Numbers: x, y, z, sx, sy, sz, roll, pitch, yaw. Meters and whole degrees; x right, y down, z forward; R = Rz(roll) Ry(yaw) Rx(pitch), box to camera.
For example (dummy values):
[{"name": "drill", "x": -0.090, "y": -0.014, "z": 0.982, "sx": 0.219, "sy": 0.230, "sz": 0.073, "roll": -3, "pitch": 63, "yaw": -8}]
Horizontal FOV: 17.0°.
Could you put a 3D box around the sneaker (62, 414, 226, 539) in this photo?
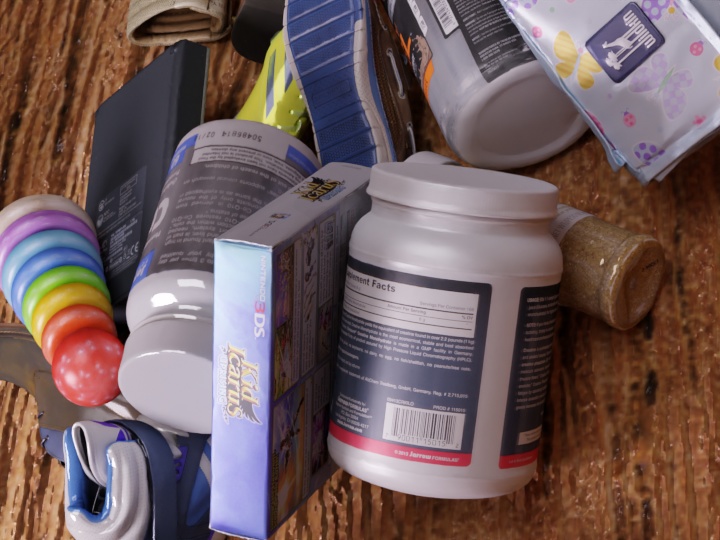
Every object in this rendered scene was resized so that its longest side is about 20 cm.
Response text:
[{"name": "sneaker", "x": -0.135, "y": 0.113, "z": 1.664, "sx": 0.080, "sy": 0.146, "sz": 0.200, "roll": 11, "pitch": 72, "yaw": 37}]

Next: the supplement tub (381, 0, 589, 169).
[{"name": "supplement tub", "x": 0.086, "y": -0.181, "z": 1.713, "sx": 0.122, "sy": 0.123, "sz": 0.200, "roll": -31, "pitch": 54, "yaw": 11}]

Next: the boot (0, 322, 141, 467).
[{"name": "boot", "x": -0.226, "y": 0.099, "z": 1.768, "sx": 0.200, "sy": 0.075, "sz": 0.097, "roll": 8, "pitch": 67, "yaw": 29}]

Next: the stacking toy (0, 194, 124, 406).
[{"name": "stacking toy", "x": -0.211, "y": 0.028, "z": 1.709, "sx": 0.085, "sy": 0.085, "sz": 0.200, "roll": -38, "pitch": 36, "yaw": 6}]

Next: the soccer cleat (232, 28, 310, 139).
[{"name": "soccer cleat", "x": -0.059, "y": -0.111, "z": 1.786, "sx": 0.200, "sy": 0.065, "sz": 0.084, "roll": -52, "pitch": 37, "yaw": 4}]

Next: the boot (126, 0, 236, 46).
[{"name": "boot", "x": -0.099, "y": -0.264, "z": 1.886, "sx": 0.200, "sy": 0.073, "sz": 0.156, "roll": -14, "pitch": 59, "yaw": 24}]

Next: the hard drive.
[{"name": "hard drive", "x": -0.165, "y": -0.058, "z": 1.803, "sx": 0.139, "sy": 0.033, "sz": 0.201, "roll": -32, "pitch": 48, "yaw": 50}]

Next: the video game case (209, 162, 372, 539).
[{"name": "video game case", "x": -0.042, "y": 0.049, "z": 1.574, "sx": 0.045, "sy": 0.181, "sz": 0.201, "roll": 9, "pitch": 111, "yaw": 19}]

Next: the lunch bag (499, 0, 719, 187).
[{"name": "lunch bag", "x": 0.215, "y": -0.174, "z": 1.589, "sx": 0.200, "sy": 0.127, "sz": 0.170, "roll": -34, "pitch": 84, "yaw": -5}]

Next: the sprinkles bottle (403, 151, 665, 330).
[{"name": "sprinkles bottle", "x": 0.111, "y": -0.022, "z": 1.652, "sx": 0.200, "sy": 0.068, "sz": 0.068, "roll": 23, "pitch": 78, "yaw": 34}]

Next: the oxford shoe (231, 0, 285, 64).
[{"name": "oxford shoe", "x": -0.044, "y": -0.244, "z": 1.800, "sx": 0.200, "sy": 0.071, "sz": 0.071, "roll": -50, "pitch": 24, "yaw": 46}]

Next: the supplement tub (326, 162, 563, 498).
[{"name": "supplement tub", "x": 0.056, "y": 0.037, "z": 1.566, "sx": 0.140, "sy": 0.140, "sz": 0.201, "roll": 12, "pitch": 100, "yaw": 32}]

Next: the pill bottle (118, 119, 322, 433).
[{"name": "pill bottle", "x": -0.096, "y": 0.004, "z": 1.652, "sx": 0.113, "sy": 0.114, "sz": 0.200, "roll": -7, "pitch": 49, "yaw": 25}]

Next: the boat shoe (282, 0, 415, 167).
[{"name": "boat shoe", "x": -0.003, "y": -0.140, "z": 1.740, "sx": 0.072, "sy": 0.072, "sz": 0.201, "roll": -16, "pitch": 75, "yaw": 34}]
